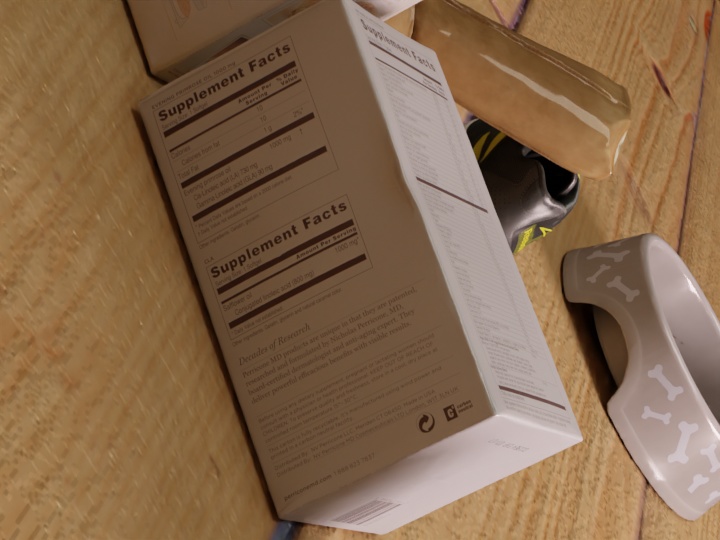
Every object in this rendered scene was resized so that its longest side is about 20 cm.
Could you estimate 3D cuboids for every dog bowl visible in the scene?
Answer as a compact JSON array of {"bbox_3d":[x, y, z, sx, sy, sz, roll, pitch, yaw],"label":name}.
[{"bbox_3d":[0.209,0.065,1.659,0.200,0.058,0.201,52,22,-30],"label":"dog bowl"}]

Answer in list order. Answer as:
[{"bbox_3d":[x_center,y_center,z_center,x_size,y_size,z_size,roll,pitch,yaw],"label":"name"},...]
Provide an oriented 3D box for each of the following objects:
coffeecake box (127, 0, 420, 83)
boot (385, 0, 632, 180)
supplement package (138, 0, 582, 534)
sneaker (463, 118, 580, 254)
[{"bbox_3d":[-0.022,-0.192,1.137,0.073,0.199,0.154,23,44,-63],"label":"coffeecake box"},{"bbox_3d":[0.058,-0.108,1.330,0.199,0.066,0.176,30,27,-13],"label":"boot"},{"bbox_3d":[0.000,0.000,1.078,0.114,0.109,0.201,22,45,-64],"label":"supplement package"},{"bbox_3d":[0.096,-0.050,1.455,0.075,0.084,0.200,60,20,-15],"label":"sneaker"}]
